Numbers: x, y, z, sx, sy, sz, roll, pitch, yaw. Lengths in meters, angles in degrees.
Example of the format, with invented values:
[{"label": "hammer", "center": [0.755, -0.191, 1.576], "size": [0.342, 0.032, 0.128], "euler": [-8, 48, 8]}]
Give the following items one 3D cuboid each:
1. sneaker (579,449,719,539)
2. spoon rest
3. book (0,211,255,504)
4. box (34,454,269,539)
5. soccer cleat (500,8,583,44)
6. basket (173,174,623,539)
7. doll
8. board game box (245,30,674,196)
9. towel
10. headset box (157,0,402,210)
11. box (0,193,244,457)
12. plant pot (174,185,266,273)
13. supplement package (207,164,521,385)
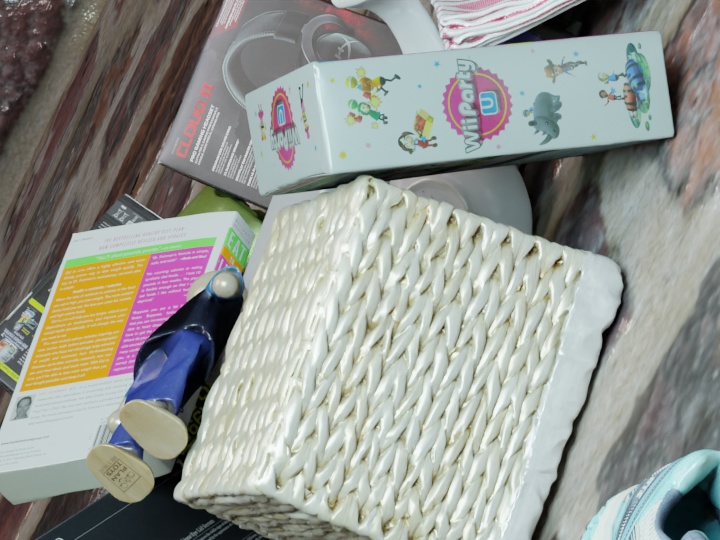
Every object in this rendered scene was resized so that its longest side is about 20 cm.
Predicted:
[{"label": "sneaker", "center": [0.131, 0.155, 1.213], "size": [0.086, 0.077, 0.200], "euler": [-51, 22, 39]}, {"label": "spoon rest", "center": [0.044, -0.080, 1.716], "size": [0.099, 0.201, 0.061], "euler": [-16, 5, 33]}, {"label": "book", "center": [-0.153, 0.053, 1.839], "size": [0.133, 0.048, 0.200], "euler": [-12, 42, 32]}, {"label": "box", "center": [-0.126, 0.209, 1.755], "size": [0.200, 0.141, 0.079], "euler": [-30, -24, -57]}, {"label": "soccer cleat", "center": [0.089, -0.144, 1.811], "size": [0.200, 0.064, 0.084], "euler": [-120, 52, -71]}, {"label": "basket", "center": [0.018, 0.065, 1.579], "size": [0.201, 0.160, 0.198], "euler": [-69, 14, -12]}, {"label": "doll", "center": [-0.111, 0.058, 1.710], "size": [0.137, 0.048, 0.200], "euler": [-51, 8, 32]}, {"label": "board game box", "center": [0.052, -0.087, 1.584], "size": [0.147, 0.199, 0.065], "euler": [169, 93, -72]}, {"label": "towel", "center": [0.106, -0.190, 1.714], "size": [0.146, 0.030, 0.200], "euler": [-26, 19, 5]}, {"label": "headset box", "center": [-0.036, -0.109, 1.959], "size": [0.200, 0.077, 0.149], "euler": [24, 91, 31]}, {"label": "box", "center": [-0.154, 0.050, 1.936], "size": [0.160, 0.044, 0.200], "euler": [-48, 41, -9]}, {"label": "plant pot", "center": [-0.111, 0.045, 2.061], "size": [0.190, 0.200, 0.200], "euler": [-54, 16, 4]}, {"label": "supplement package", "center": [0.000, 0.000, 1.806], "size": [0.201, 0.119, 0.121], "euler": [-70, 16, -6]}]
